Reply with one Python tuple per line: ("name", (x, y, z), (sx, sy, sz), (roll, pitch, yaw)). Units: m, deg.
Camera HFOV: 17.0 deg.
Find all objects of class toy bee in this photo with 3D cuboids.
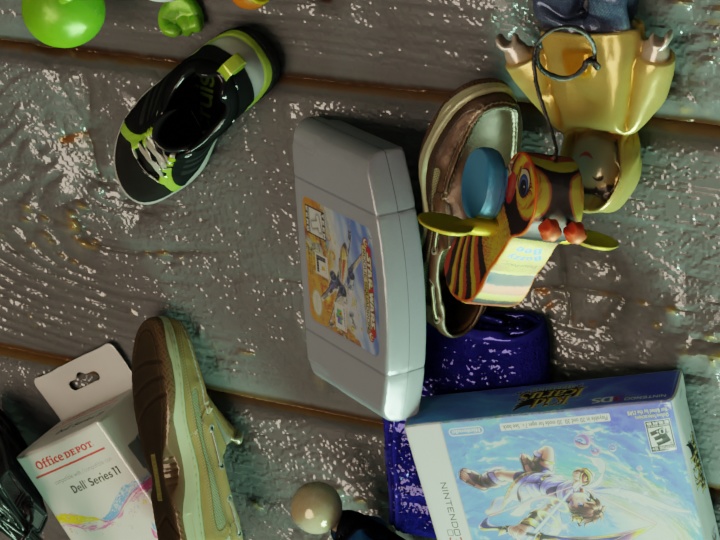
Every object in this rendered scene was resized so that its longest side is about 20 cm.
("toy bee", (0.101, -0.038, 1.528), (0.130, 0.109, 0.201), (-10, 135, -5))

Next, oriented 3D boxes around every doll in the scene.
("doll", (0.029, 0.229, 1.828), (0.200, 0.136, 0.048), (42, 96, -9))

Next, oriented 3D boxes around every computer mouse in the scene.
("computer mouse", (-0.305, 0.165, 1.960), (0.046, 0.200, 0.141), (-33, 130, 3))

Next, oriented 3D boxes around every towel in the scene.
("towel", (0.074, 0.117, 1.775), (0.147, 0.050, 0.201), (9, 121, 30))

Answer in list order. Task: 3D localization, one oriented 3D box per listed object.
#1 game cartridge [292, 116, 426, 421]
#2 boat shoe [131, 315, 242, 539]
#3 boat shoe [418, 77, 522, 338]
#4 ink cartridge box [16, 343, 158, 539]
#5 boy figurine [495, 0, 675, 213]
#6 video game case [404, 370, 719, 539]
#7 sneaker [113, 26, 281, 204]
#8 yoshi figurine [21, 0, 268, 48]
("game cartridge", (0.000, 0.000, 1.710), (0.133, 0.041, 0.201), (-148, 50, -61))
("boat shoe", (-0.131, 0.133, 1.910), (0.072, 0.076, 0.201), (4, 102, 63))
("boat shoe", (0.080, -0.037, 1.653), (0.203, 0.074, 0.075), (101, 149, -44))
("ink cartridge box", (-0.201, 0.171, 1.976), (0.117, 0.067, 0.200), (-25, 101, 41))
("boy figurine", (0.146, -0.132, 1.571), (0.124, 0.064, 0.201), (8, 118, 26))
("video game case", (0.149, 0.169, 1.724), (0.199, 0.045, 0.182), (-7, 117, 21))
("sneaker", (-0.137, -0.109, 1.758), (0.072, 0.083, 0.200), (46, 132, 2))
("yoshi figurine", (-0.166, -0.201, 1.710), (0.199, 0.112, 0.113), (3, 125, 35))
